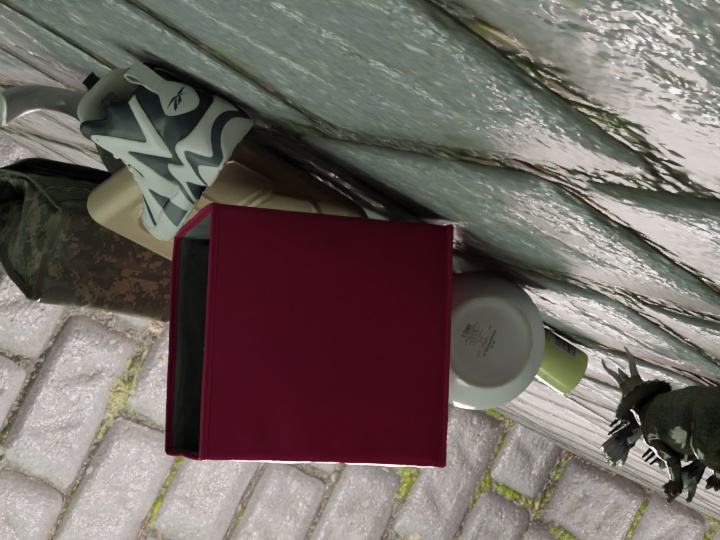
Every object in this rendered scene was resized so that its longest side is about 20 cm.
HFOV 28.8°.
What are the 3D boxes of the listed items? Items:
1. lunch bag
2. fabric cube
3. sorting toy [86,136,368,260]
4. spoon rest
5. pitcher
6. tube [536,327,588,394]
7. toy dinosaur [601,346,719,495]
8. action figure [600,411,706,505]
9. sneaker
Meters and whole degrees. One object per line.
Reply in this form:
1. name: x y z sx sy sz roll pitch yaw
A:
1. lunch bag: -0.282 -0.043 1.421 0.163 0.118 0.200 12 -164 -39
2. fabric cube: -0.049 0.059 1.161 0.197 0.198 0.200 3 174 -16
3. sorting toy: -0.120 -0.057 1.279 0.184 0.037 0.199 -29 132 35
4. spoon rest: -0.260 -0.139 1.394 0.198 0.100 0.061 23 -141 11
5. pitcher: 0.090 0.086 1.277 0.120 0.173 0.200 23 176 -4
6. tube: 0.142 0.057 1.440 0.199 0.052 0.058 33 140 -13
7. toy dinosaur: 0.295 0.136 1.216 0.199 0.077 0.103 3 125 47
8. action figure: 0.331 0.195 1.526 0.119 0.102 0.200 39 177 2
9. sneaker: -0.174 -0.106 1.136 0.129 0.080 0.199 37 158 -7
